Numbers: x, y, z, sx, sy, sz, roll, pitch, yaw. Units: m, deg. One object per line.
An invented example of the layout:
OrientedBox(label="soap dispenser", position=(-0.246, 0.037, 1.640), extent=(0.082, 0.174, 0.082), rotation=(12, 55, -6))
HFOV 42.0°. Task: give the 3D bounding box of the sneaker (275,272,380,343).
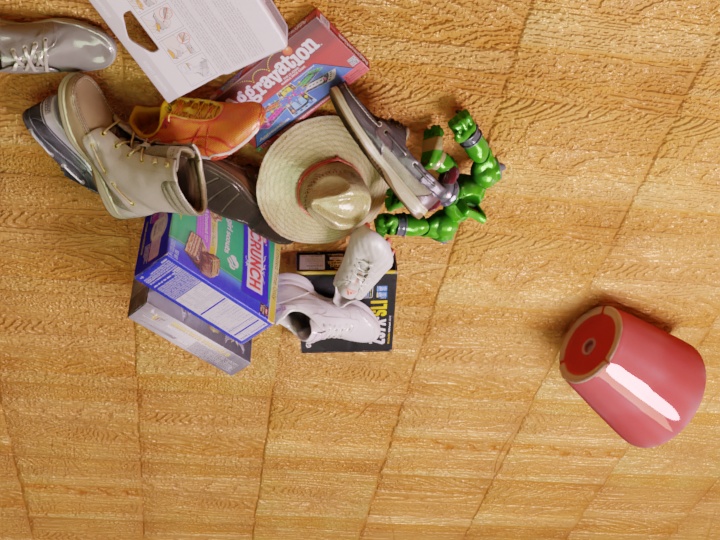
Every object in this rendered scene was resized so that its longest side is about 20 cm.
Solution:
OrientedBox(label="sneaker", position=(-0.056, 0.081, 1.416), extent=(0.197, 0.101, 0.075), rotation=(23, 131, -27))

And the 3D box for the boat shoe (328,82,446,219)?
OrientedBox(label="boat shoe", position=(0.035, -0.162, 1.196), extent=(0.064, 0.073, 0.201), rotation=(-37, 106, 2))

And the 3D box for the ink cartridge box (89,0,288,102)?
OrientedBox(label="ink cartridge box", position=(-0.204, -0.311, 1.084), extent=(0.173, 0.045, 0.201), rotation=(-20, 135, 17))

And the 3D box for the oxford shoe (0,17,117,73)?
OrientedBox(label="oxford shoe", position=(-0.392, -0.262, 1.120), extent=(0.195, 0.059, 0.076), rotation=(4, 136, -10))

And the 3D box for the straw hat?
OrientedBox(label="straw hat", position=(-0.033, -0.100, 1.248), extent=(0.197, 0.085, 0.205), rotation=(-12, 124, -17))

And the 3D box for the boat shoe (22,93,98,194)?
OrientedBox(label="boat shoe", position=(-0.365, -0.146, 1.239), extent=(0.067, 0.073, 0.200), rotation=(-15, 140, 22))

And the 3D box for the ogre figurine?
OrientedBox(label="ogre figurine", position=(0.114, -0.110, 1.278), extent=(0.119, 0.098, 0.203), rotation=(26, 94, -31))

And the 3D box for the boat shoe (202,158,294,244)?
OrientedBox(label="boat shoe", position=(-0.163, -0.110, 1.295), extent=(0.071, 0.069, 0.199), rotation=(-23, 137, 34))

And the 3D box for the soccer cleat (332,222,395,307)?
OrientedBox(label="soccer cleat", position=(0.000, 0.000, 1.311), extent=(0.069, 0.078, 0.200), rotation=(36, 161, 6))

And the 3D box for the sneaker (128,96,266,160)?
OrientedBox(label="sneaker", position=(-0.210, -0.184, 1.179), extent=(0.196, 0.074, 0.077), rotation=(-6, 144, 25))

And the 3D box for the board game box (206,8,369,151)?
OrientedBox(label="board game box", position=(-0.094, -0.237, 1.192), extent=(0.198, 0.020, 0.102), rotation=(-32, 129, 28))

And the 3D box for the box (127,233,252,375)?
OrientedBox(label="box", position=(-0.244, 0.041, 1.387), extent=(0.048, 0.161, 0.199), rotation=(-31, 130, 29))

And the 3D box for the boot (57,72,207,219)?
OrientedBox(label="boot", position=(-0.277, -0.154, 1.158), extent=(0.152, 0.072, 0.203), rotation=(3, 126, 32))

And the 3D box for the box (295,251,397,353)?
OrientedBox(label="box", position=(-0.023, 0.053, 1.497), extent=(0.156, 0.050, 0.202), rotation=(-2, 138, -4))

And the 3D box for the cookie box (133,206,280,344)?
OrientedBox(label="cookie box", position=(-0.206, -0.023, 1.310), extent=(0.074, 0.174, 0.199), rotation=(-28, 134, 31))

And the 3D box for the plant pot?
OrientedBox(label="plant pot", position=(0.437, 0.164, 1.550), extent=(0.176, 0.203, 0.200), rotation=(32, 129, -21))
